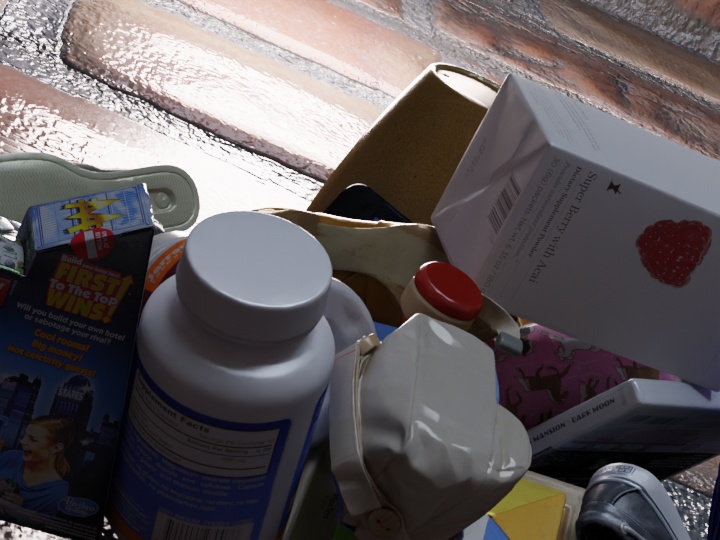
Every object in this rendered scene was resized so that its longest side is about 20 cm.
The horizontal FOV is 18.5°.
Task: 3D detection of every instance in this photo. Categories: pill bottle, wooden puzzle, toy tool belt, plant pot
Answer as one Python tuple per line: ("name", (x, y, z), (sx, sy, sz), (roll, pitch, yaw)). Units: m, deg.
("pill bottle", (-0.082, 0.038, 1.427), (0.114, 0.115, 0.200), (14, 4, -31))
("wooden puzzle", (0.055, 0.165, 1.351), (0.199, 0.037, 0.185), (22, 36, 0))
("pill bottle", (-0.077, 0.068, 1.243), (0.111, 0.201, 0.112), (10, 37, -8))
("toy tool belt", (0.025, 0.094, 1.314), (0.124, 0.123, 0.200), (25, 31, -15))
("plant pot", (0.055, -0.059, 1.791), (0.186, 0.201, 0.187), (22, 20, -9))

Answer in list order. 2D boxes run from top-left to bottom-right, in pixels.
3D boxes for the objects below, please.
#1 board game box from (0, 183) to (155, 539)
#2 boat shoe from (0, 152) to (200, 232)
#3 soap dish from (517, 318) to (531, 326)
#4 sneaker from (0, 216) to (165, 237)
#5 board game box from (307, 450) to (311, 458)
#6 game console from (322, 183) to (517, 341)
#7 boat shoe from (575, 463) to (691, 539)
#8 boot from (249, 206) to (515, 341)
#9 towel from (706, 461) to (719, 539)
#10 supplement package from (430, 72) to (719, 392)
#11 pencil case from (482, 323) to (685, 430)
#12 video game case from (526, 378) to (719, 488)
("board game box", (-0.200, 0.032, 1.214), (0.199, 0.201, 0.062), (19, 20, -21))
("boat shoe", (-0.219, -0.047, 1.641), (0.199, 0.072, 0.067), (2, -7, -38))
("soap dish", (0.151, 0.051, 1.715), (0.199, 0.081, 0.158), (7, 59, -42))
("sneaker", (-0.196, 0.003, 1.515), (0.090, 0.067, 0.200), (40, 27, 29))
("board game box", (0.041, 0.149, 1.440), (0.199, 0.037, 0.151), (32, 30, 13))
("game console", (-0.018, 0.024, 1.619), (0.200, 0.171, 0.118), (40, -3, 36))
("boat shoe", (0.194, 0.215, 1.369), (0.201, 0.072, 0.068), (59, 35, -18))
("boot", (-0.001, 0.000, 1.555), (0.200, 0.071, 0.144), (19, -9, -15))
("towel", (0.265, 0.160, 1.489), (0.049, 0.201, 0.148), (18, 13, 20))
("supplement package", (0.169, -0.025, 1.468), (0.199, 0.122, 0.120), (20, 22, -20))
("pencil case", (0.149, 0.081, 1.579), (0.199, 0.083, 0.087), (-3, 44, -28))
("video game case", (0.187, 0.121, 1.549), (0.199, 0.182, 0.023), (6, 62, -45))
